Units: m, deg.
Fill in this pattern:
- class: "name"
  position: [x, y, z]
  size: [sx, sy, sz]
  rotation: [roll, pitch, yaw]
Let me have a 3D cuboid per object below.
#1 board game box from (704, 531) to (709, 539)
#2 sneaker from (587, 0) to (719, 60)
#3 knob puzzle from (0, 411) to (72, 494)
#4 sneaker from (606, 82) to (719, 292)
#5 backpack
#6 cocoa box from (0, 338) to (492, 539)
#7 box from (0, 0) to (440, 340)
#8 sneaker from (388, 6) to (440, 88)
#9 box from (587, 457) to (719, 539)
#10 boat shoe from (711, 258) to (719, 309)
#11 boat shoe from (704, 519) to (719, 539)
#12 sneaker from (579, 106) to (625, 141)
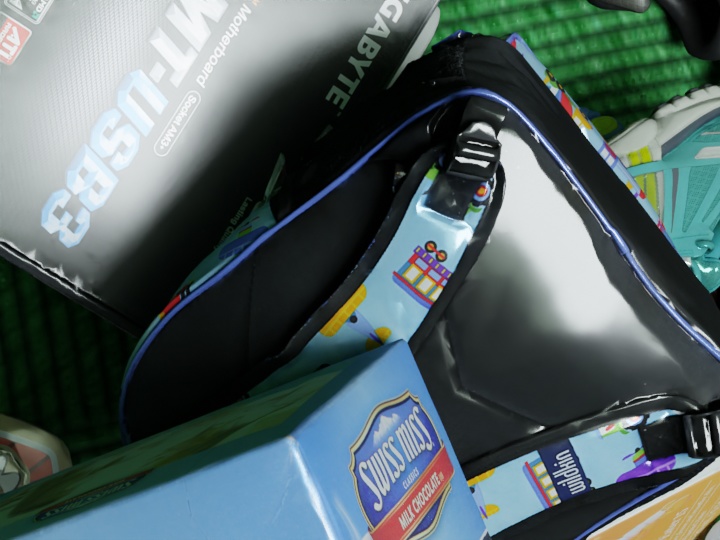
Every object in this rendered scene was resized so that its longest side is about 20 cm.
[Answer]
- class: "board game box"
  position: [0.102, 0.218, 1.001]
  size: [0.200, 0.047, 0.151]
  rotation: [-31, 111, -18]
- class: "sneaker"
  position: [0.122, -0.166, 0.929]
  size: [0.200, 0.077, 0.084]
  rotation: [34, 80, -26]
- class: "knob puzzle"
  position: [-0.201, 0.137, 0.848]
  size: [0.219, 0.030, 0.220]
  rotation: [-4, 100, -25]
- class: "sneaker"
  position: [0.115, -0.012, 0.866]
  size: [0.200, 0.080, 0.078]
  rotation: [-32, 154, -22]
- class: "backpack"
  position: [0.019, 0.033, 0.751]
  size: [0.200, 0.135, 0.183]
  rotation: [-37, 107, 16]
- class: "cocoa box"
  position: [-0.063, 0.125, 0.645]
  size: [0.200, 0.133, 0.131]
  rotation: [-22, 94, 18]
- class: "box"
  position: [-0.092, -0.093, 0.787]
  size: [0.198, 0.050, 0.200]
  rotation: [34, 86, -17]
- class: "sneaker"
  position: [-0.052, -0.076, 0.860]
  size: [0.200, 0.073, 0.085]
  rotation: [-41, 103, -21]
- class: "box"
  position: [0.065, 0.103, 0.903]
  size: [0.200, 0.124, 0.098]
  rotation: [-24, 67, -20]
- class: "boat shoe"
  position: [0.194, -0.027, 0.980]
  size: [0.070, 0.070, 0.200]
  rotation: [-9, 111, -28]
- class: "boat shoe"
  position: [0.189, 0.200, 0.978]
  size: [0.070, 0.071, 0.200]
  rotation: [-15, 116, -51]
- class: "sneaker"
  position: [0.048, -0.001, 0.934]
  size: [0.200, 0.071, 0.083]
  rotation: [-48, 136, -13]
